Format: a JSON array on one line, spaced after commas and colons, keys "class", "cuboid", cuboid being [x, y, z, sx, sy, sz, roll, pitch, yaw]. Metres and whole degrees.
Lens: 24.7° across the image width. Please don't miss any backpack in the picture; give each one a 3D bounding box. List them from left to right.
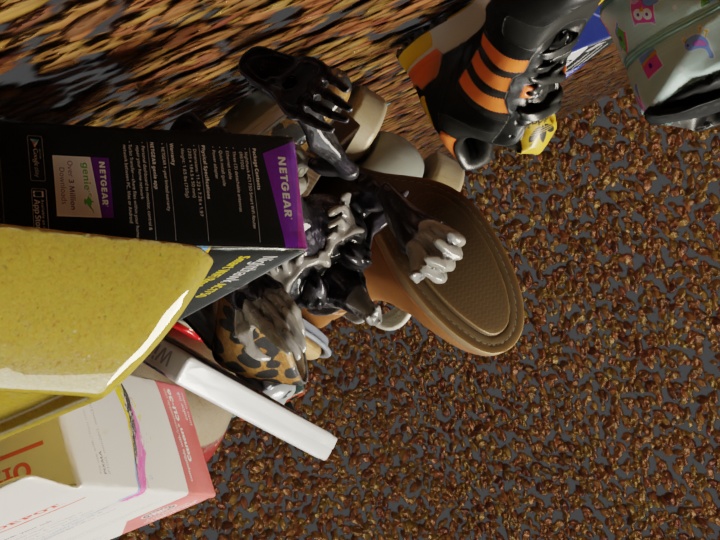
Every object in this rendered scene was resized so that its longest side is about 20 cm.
[{"class": "backpack", "cuboid": [0.224, -0.152, 0.854, 0.198, 0.128, 0.166, -23, 169, 24]}]

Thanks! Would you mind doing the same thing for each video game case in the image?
[{"class": "video game case", "cuboid": [-0.120, 0.045, 0.964, 0.199, 0.018, 0.143, 26, 174, 41]}]

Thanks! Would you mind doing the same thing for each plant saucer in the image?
[{"class": "plant saucer", "cuboid": [-0.179, 0.029, 0.573, 0.198, 0.049, 0.199, 6, 162, -33]}]

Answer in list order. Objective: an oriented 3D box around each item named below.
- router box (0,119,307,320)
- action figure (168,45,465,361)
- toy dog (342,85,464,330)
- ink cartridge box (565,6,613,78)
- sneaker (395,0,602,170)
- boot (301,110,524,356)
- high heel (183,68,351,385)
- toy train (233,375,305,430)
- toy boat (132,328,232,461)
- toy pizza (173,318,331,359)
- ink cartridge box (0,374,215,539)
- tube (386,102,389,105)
[{"class": "router box", "cuboid": [-0.132, -0.007, 0.667, 0.148, 0.052, 0.199, 0, 166, -30]}, {"class": "action figure", "cuboid": [-0.021, -0.013, 0.784, 0.118, 0.102, 0.200, -36, 149, -3]}, {"class": "toy dog", "cuboid": [-0.014, -0.019, 1.083, 0.097, 0.130, 0.201, -73, -179, -52]}, {"class": "ink cartridge box", "cuboid": [0.104, -0.142, 1.080, 0.093, 0.045, 0.200, -22, 180, -5]}, {"class": "sneaker", "cuboid": [0.091, -0.110, 0.876, 0.069, 0.091, 0.200, -23, 180, -25]}, {"class": "boot", "cuboid": [0.000, 0.000, 0.983, 0.073, 0.200, 0.155, -36, 168, -35]}, {"class": "high heel", "cuboid": [-0.034, -0.019, 0.888, 0.199, 0.142, 0.072, -35, -160, 38]}, {"class": "toy train", "cuboid": [-0.102, 0.027, 1.280, 0.084, 0.202, 0.114, -21, 165, -6]}, {"class": "toy boat", "cuboid": [-0.183, 0.080, 1.151, 0.130, 0.200, 0.132, 0, 122, -53]}, {"class": "toy pizza", "cuboid": [-0.112, 0.020, 1.049, 0.032, 0.198, 0.200, -65, -172, -9]}, {"class": "ink cartridge box", "cuboid": [-0.165, 0.095, 0.795, 0.115, 0.068, 0.200, -23, 165, 12]}, {"class": "tube", "cuboid": [-0.054, -0.073, 1.136, 0.077, 0.051, 0.200, -25, -176, 37]}]
